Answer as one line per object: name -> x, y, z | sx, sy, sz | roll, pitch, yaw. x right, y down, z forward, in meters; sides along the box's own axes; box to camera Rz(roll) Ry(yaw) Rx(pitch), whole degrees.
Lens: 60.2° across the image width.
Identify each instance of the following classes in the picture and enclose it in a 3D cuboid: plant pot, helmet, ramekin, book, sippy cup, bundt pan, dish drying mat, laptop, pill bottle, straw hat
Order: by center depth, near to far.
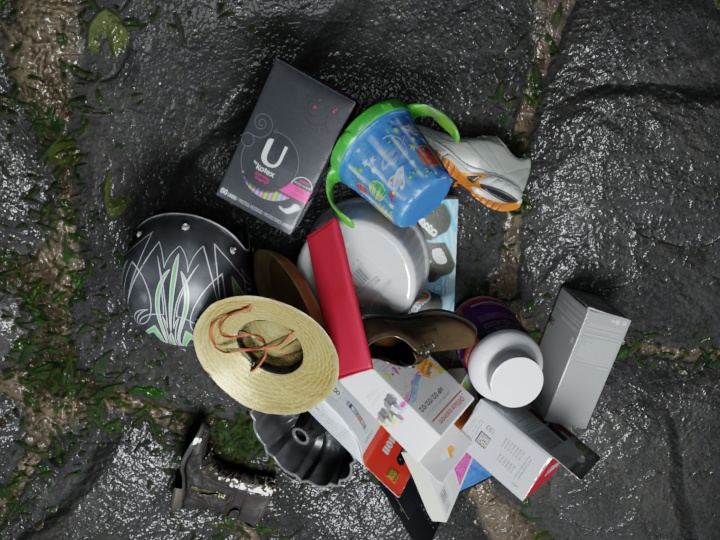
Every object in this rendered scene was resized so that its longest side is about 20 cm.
dish drying mat -> -0.029, 0.038, 0.824 | 0.018, 0.077, 0.203 | -4, 76, -37
sippy cup -> 0.049, -0.134, 0.835 | 0.131, 0.139, 0.178 | 50, 121, 19
straw hat -> -0.118, 0.092, 0.844 | 0.198, 0.085, 0.204 | 4, 121, 6
helmet -> -0.241, 0.007, 0.876 | 0.197, 0.191, 0.203 | -1, 109, -2
plant pot -> -0.100, 0.058, 0.920 | 0.027, 0.199, 0.203 | -25, 111, -25
ramekin -> 0.000, 0.000, 0.922 | 0.197, 0.098, 0.204 | 4, 109, 11
pill bottle -> 0.207, 0.123, 0.951 | 0.111, 0.200, 0.114 | -1, 108, -4
book -> 0.140, 0.270, 0.983 | 0.048, 0.200, 0.135 | -8, 114, 34
bundt pan -> -0.078, 0.244, 1.000 | 0.199, 0.076, 0.205 | 14, 121, 25
laptop -> 0.146, 0.354, 1.073 | 0.102, 0.200, 0.179 | -14, 113, 39

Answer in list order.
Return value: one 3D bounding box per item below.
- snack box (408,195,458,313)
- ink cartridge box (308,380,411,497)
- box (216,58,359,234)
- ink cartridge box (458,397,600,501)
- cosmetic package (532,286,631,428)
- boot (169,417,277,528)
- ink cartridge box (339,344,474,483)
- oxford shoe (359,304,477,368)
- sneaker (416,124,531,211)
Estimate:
snack box -> 0.092, -0.016, 0.981 | 0.114, 0.037, 0.203 | -2, 109, -2
ink cartridge box -> 0.024, 0.206, 0.926 | 0.200, 0.162, 0.050 | 42, 127, 2
box -> -0.098, -0.173, 0.871 | 0.121, 0.106, 0.202 | 27, 104, -4
ink cartridge box -> 0.266, 0.279, 0.974 | 0.175, 0.199, 0.085 | 38, 103, 28
cosmetic package -> 0.350, 0.143, 1.021 | 0.089, 0.107, 0.203 | 15, 104, -12
boot -> -0.225, 0.349, 1.066 | 0.172, 0.069, 0.202 | 15, 114, -12
ink cartridge box -> 0.081, 0.184, 0.885 | 0.200, 0.115, 0.068 | 43, 127, 14
oxford shoe -> 0.079, 0.102, 0.861 | 0.197, 0.085, 0.073 | 1, 130, -20
sneaker -> 0.162, -0.171, 0.929 | 0.198, 0.076, 0.093 | 30, 72, -1
